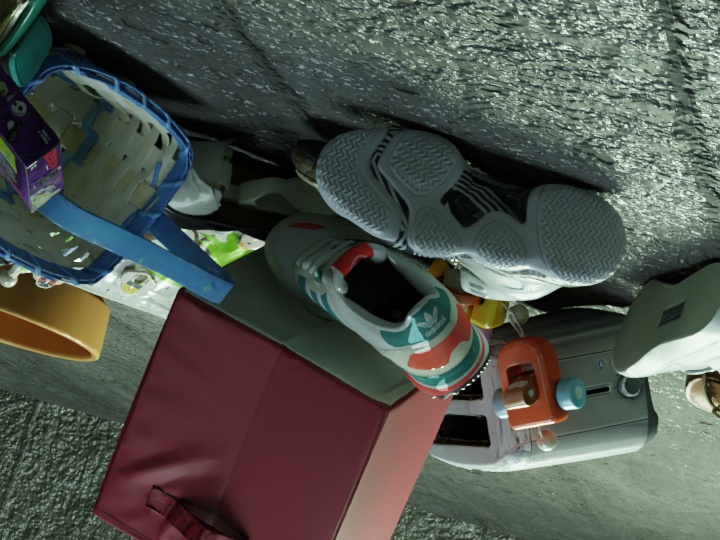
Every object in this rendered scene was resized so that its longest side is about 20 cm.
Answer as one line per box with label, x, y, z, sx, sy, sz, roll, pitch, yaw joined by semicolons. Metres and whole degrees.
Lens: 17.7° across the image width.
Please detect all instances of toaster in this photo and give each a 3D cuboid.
toaster;0.126;0.092;1.765;0.128;0.115;0.200;-9;-177;-25

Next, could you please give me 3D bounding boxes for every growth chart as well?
growth chart;-0.143;-0.007;1.683;0.199;0.018;0.145;19;135;-28

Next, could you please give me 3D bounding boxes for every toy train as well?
toy train;0.061;0.062;1.667;0.199;0.152;0.055;-6;-177;37

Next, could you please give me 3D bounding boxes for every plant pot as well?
plant pot;-0.283;-0.025;1.851;0.199;0.141;0.200;17;170;3

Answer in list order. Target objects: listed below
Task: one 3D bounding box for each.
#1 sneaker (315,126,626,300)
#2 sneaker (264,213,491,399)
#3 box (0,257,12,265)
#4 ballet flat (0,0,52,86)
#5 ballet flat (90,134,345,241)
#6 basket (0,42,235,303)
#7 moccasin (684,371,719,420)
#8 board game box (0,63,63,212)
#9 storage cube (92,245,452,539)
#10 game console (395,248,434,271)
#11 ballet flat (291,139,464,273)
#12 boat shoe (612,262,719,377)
sneaker;0.061;-0.029;1.464;0.198;0.076;0.115;16;167;-7
sneaker;0.000;0.000;1.492;0.200;0.070;0.094;38;167;40
box;-0.340;-0.070;1.659;0.181;0.105;0.200;12;-173;15
ballet flat;-0.212;-0.153;1.331;0.070;0.071;0.200;19;169;-6
ballet flat;-0.085;-0.059;1.599;0.198;0.069;0.068;11;162;-20
basket;-0.184;-0.060;1.477;0.176;0.139;0.200;31;-167;-51
moccasin;0.295;0.091;1.679;0.073;0.078;0.201;22;168;-23
board game box;-0.234;-0.129;1.286;0.200;0.032;0.120;53;165;3
storage cube;-0.050;0.108;1.593;0.170;0.181;0.200;28;-159;14
game console;-0.015;-0.017;1.797;0.199;0.117;0.176;24;137;-31
ballet flat;0.029;-0.033;1.531;0.199;0.047;0.067;24;-163;-37
boat shoe;0.233;0.044;1.570;0.071;0.071;0.201;23;166;-11
